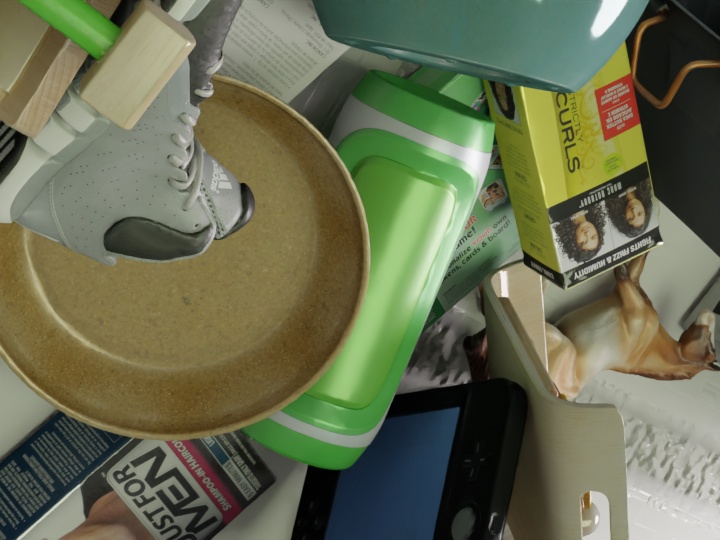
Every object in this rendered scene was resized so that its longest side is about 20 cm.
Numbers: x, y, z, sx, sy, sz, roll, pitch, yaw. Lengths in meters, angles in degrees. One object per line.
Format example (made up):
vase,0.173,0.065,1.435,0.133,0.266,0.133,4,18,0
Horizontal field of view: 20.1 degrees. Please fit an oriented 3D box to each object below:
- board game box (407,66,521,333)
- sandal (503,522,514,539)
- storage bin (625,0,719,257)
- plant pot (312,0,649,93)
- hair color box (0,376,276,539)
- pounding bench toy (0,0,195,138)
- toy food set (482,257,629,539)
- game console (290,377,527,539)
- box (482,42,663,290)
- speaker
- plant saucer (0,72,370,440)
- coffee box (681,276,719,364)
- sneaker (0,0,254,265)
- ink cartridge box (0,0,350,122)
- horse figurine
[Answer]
board game box,0.032,-0.035,1.161,0.200,0.029,0.135,-40,131,-11
sandal,0.065,0.226,1.210,0.206,0.059,0.080,-33,127,-34
storage bin,0.213,-0.093,1.159,0.145,0.200,0.135,-12,131,-31
plant pot,0.060,-0.174,0.960,0.200,0.200,0.162,9,95,-39
hair color box,-0.152,0.139,1.104,0.200,0.060,0.100,-41,132,-9
pounding bench toy,-0.169,-0.146,0.830,0.156,0.200,0.125,29,97,-43
toy food set,0.115,0.096,1.126,0.060,0.200,0.145,-8,113,-6
game console,-0.023,0.135,1.088,0.116,0.200,0.177,22,71,-28
box,0.111,-0.096,1.123,0.075,0.050,0.201,-23,117,-18
speaker,0.000,0.000,1.078,0.088,0.088,0.201,14,103,-41
plant saucer,-0.095,-0.011,1.014,0.198,0.035,0.202,-2,114,-3
coffee box,0.381,0.046,1.349,0.198,0.200,0.199,-53,134,1
sneaker,-0.080,-0.072,0.926,0.115,0.075,0.200,32,126,-24
ink cartridge box,-0.118,-0.109,1.010,0.200,0.050,0.161,-39,135,14
horse figurine,0.137,0.033,1.265,0.199,0.050,0.133,-22,122,-26
